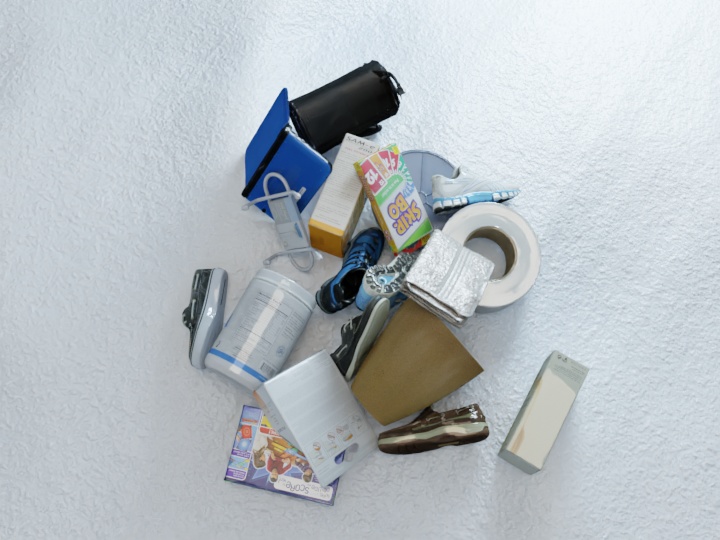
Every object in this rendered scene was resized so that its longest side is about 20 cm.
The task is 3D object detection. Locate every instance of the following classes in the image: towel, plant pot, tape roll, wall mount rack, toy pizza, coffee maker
[{"bbox_3d":[0.154,0.008,1.302,0.132,0.035,0.200,32,40,2],"label":"towel"},{"bbox_3d":[0.085,0.174,1.325,0.200,0.186,0.187,-43,76,0],"label":"plant pot"},{"bbox_3d":[0.238,-0.024,1.421,0.200,0.071,0.205,1,77,-4],"label":"tape roll"},{"bbox_3d":[-0.132,-0.081,1.387,0.074,0.173,0.202,-35,111,-45],"label":"wall mount rack"},{"bbox_3d":[0.116,-0.139,1.482,0.198,0.032,0.203,1,81,-7],"label":"toy pizza"},{"bbox_3d":[-0.036,-0.324,1.472,0.199,0.192,0.136,-30,88,-8],"label":"coffee maker"}]

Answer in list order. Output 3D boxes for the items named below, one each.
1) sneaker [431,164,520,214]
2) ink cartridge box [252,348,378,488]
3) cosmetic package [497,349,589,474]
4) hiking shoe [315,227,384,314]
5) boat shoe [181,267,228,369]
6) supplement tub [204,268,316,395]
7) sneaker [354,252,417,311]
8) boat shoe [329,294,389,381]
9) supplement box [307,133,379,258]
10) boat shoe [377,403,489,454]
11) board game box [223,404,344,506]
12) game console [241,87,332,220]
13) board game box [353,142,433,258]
[{"bbox_3d":[0.223,-0.166,1.451,0.198,0.075,0.088,-8,80,-27],"label":"sneaker"},{"bbox_3d":[-0.073,0.257,1.307,0.162,0.050,0.201,-25,83,-45],"label":"ink cartridge box"},{"bbox_3d":[0.322,0.252,1.324,0.071,0.105,0.201,28,72,11],"label":"cosmetic package"},{"bbox_3d":[0.000,0.000,1.402,0.074,0.086,0.201,43,64,-23],"label":"hiking shoe"},{"bbox_3d":[-0.299,0.089,1.406,0.070,0.072,0.202,2,61,10],"label":"boat shoe"},{"bbox_3d":[-0.180,0.114,1.357,0.131,0.132,0.201,26,72,9],"label":"supplement tub"},{"bbox_3d":[0.059,0.027,1.388,0.199,0.090,0.079,-11,58,-46],"label":"sneaker"},{"bbox_3d":[-0.007,0.113,1.331,0.067,0.201,0.072,39,42,16],"label":"boat shoe"},{"bbox_3d":[-0.030,-0.142,1.445,0.073,0.126,0.202,20,73,6],"label":"supplement box"},{"bbox_3d":[0.125,0.278,1.339,0.200,0.075,0.076,-5,61,-10],"label":"boat shoe"},{"bbox_3d":[-0.129,0.329,1.334,0.198,0.035,0.137,13,73,4],"label":"board game box"},{"bbox_3d":[-0.144,-0.215,1.450,0.170,0.200,0.119,38,44,-6],"label":"game console"},{"bbox_3d":[0.067,-0.128,1.408,0.095,0.030,0.202,-31,105,-28],"label":"board game box"}]
